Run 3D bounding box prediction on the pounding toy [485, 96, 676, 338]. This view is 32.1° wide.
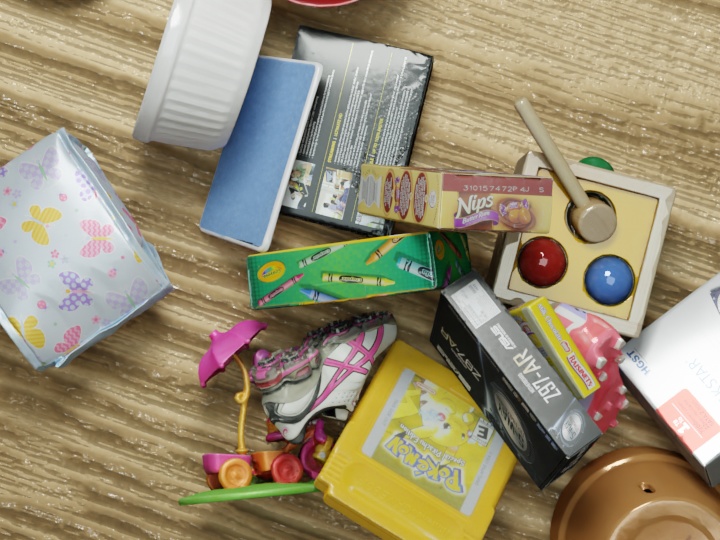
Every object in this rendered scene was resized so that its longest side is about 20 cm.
[{"bbox_3d":[0.216,-0.051,1.284,0.183,0.142,0.201,15,90,1],"label":"pounding toy"}]

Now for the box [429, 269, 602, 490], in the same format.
[{"bbox_3d":[0.148,0.112,1.246,0.043,0.160,0.200,-33,74,-13],"label":"box"}]

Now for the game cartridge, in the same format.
[{"bbox_3d":[0.068,0.191,1.285,0.176,0.032,0.200,31,52,1],"label":"game cartridge"}]

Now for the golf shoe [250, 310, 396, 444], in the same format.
[{"bbox_3d":[-0.029,0.105,1.286,0.072,0.200,0.092,-10,103,44],"label":"golf shoe"}]

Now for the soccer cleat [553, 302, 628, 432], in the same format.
[{"bbox_3d":[0.228,0.109,1.280,0.067,0.200,0.076,-37,57,-18],"label":"soccer cleat"}]

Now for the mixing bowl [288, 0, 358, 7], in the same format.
[{"bbox_3d":[-0.035,-0.364,1.308,0.199,0.108,0.201,0,90,0],"label":"mixing bowl"}]

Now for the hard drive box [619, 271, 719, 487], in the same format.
[{"bbox_3d":[0.385,0.095,1.281,0.200,0.077,0.156,-38,58,0],"label":"hard drive box"}]

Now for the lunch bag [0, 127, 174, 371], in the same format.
[{"bbox_3d":[-0.312,-0.015,1.303,0.169,0.127,0.200,-35,79,-2],"label":"lunch bag"}]

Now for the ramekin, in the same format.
[{"bbox_3d":[-0.158,-0.214,1.270,0.094,0.202,0.203,18,90,-10],"label":"ramekin"}]

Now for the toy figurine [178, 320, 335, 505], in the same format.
[{"bbox_3d":[-0.096,0.143,1.306,0.199,0.150,0.185,-1,79,-21],"label":"toy figurine"}]

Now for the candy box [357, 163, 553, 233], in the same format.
[{"bbox_3d":[0.087,-0.071,1.215,0.116,0.200,0.057,2,95,-21],"label":"candy box"}]

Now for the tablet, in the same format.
[{"bbox_3d":[-0.105,-0.125,1.310,0.014,0.130,0.201,17,91,-41],"label":"tablet"}]

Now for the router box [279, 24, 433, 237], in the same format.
[{"bbox_3d":[-0.016,-0.146,1.333,0.148,0.051,0.201,14,90,3],"label":"router box"}]

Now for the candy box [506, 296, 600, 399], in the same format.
[{"bbox_3d":[0.171,0.084,1.255,0.026,0.200,0.103,-30,89,-13],"label":"candy box"}]

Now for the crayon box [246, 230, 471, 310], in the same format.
[{"bbox_3d":[0.000,0.000,1.268,0.199,0.119,0.059,-7,88,23],"label":"crayon box"}]

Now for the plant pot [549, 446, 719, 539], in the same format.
[{"bbox_3d":[0.301,0.288,1.281,0.199,0.140,0.201,0,90,2],"label":"plant pot"}]
